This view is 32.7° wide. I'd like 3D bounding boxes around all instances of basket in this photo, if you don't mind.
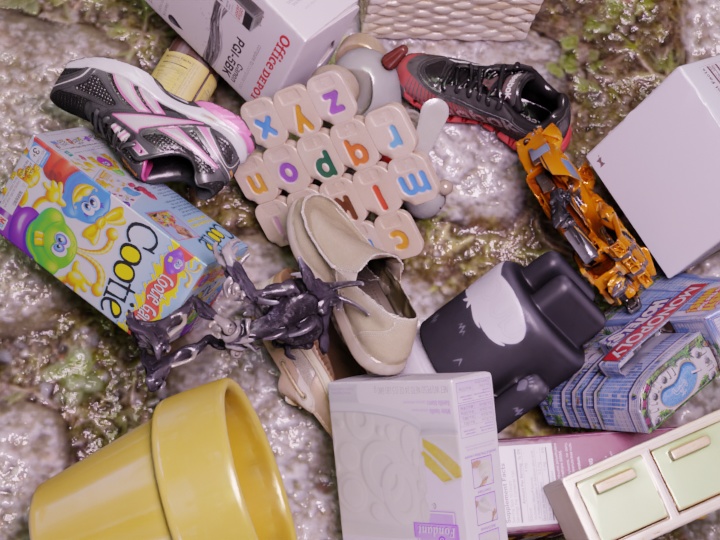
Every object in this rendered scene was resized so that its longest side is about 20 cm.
[{"bbox_3d":[0.094,-0.349,1.266,0.200,0.198,0.161,1,72,-6],"label":"basket"}]

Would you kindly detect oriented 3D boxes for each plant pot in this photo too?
[{"bbox_3d":[-0.169,0.215,1.049,0.189,0.201,0.201,-19,73,4],"label":"plant pot"}]

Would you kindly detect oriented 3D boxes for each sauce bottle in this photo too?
[{"bbox_3d":[-0.177,-0.196,1.252,0.065,0.065,0.200,27,68,3],"label":"sauce bottle"}]

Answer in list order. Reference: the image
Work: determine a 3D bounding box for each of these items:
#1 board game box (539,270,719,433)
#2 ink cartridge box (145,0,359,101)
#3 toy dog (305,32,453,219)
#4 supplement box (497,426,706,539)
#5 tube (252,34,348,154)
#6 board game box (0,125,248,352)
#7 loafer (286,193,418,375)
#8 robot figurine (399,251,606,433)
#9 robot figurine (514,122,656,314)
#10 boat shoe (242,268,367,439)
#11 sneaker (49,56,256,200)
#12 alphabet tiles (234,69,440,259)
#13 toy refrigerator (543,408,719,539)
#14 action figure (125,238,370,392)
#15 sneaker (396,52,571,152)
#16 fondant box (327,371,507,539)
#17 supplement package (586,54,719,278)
[{"bbox_3d":[0.284,0.068,1.121,0.200,0.200,0.062,-34,100,-25],"label":"board game box"},{"bbox_3d":[-0.116,-0.267,1.180,0.200,0.147,0.083,45,59,3],"label":"ink cartridge box"},{"bbox_3d":[0.040,-0.147,1.182,0.200,0.096,0.132,37,50,-39],"label":"toy dog"},{"bbox_3d":[0.198,0.198,1.128,0.200,0.110,0.086,-3,74,-7],"label":"supplement box"},{"bbox_3d":[-0.064,-0.175,1.268,0.058,0.052,0.200,45,60,-34],"label":"tube"},{"bbox_3d":[-0.226,-0.032,1.147,0.200,0.105,0.103,36,108,7],"label":"board game box"},{"bbox_3d":[0.000,0.000,1.115,0.076,0.068,0.200,0,50,-45],"label":"loafer"},{"bbox_3d":[0.126,0.073,1.132,0.200,0.150,0.125,-39,80,17],"label":"robot figurine"},{"bbox_3d":[0.217,-0.050,1.180,0.058,0.145,0.200,-38,41,15],"label":"robot figurine"},{"bbox_3d":[-0.044,0.098,1.164,0.065,0.072,0.200,-30,89,27],"label":"boat shoe"},{"bbox_3d":[-0.203,-0.129,1.141,0.200,0.080,0.086,20,62,9],"label":"sneaker"},{"bbox_3d":[-0.025,-0.089,1.166,0.196,0.200,0.015,62,34,-18],"label":"alphabet tiles"},{"bbox_3d":[0.266,0.177,1.047,0.200,0.070,0.076,-20,78,-11],"label":"toy refrigerator"},{"bbox_3d":[-0.098,0.031,1.058,0.200,0.119,0.102,-17,48,-7],"label":"action figure"},{"bbox_3d":[0.130,-0.184,1.264,0.200,0.098,0.071,24,71,3],"label":"sneaker"},{"bbox_3d":[0.050,0.191,1.068,0.058,0.144,0.200,-7,90,-48],"label":"fondant box"},{"bbox_3d":[0.364,-0.115,1.204,0.200,0.152,0.151,-20,73,-37],"label":"supplement package"}]
